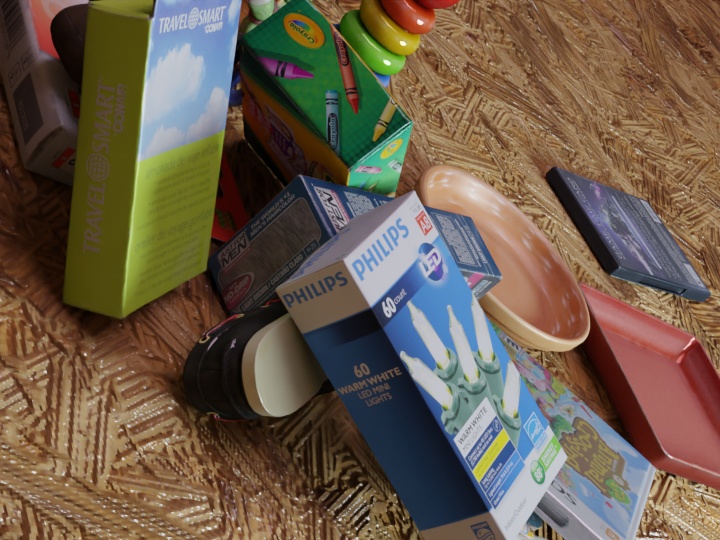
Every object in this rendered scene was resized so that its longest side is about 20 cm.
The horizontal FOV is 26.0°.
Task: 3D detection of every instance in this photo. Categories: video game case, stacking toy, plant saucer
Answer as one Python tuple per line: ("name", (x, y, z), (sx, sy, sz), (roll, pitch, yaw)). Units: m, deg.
("video game case", (0.292, -0.038, 1.692), (0.200, 0.019, 0.143), (12, 41, -49))
("stacking toy", (0.012, -0.191, 1.269), (0.085, 0.200, 0.086), (35, 26, -21))
("video game case", (0.134, 0.122, 1.146), (0.182, 0.022, 0.200), (42, 19, 5))
("plant saucer", (0.282, 0.119, 1.422), (0.199, 0.037, 0.201), (23, 35, -41))
("plant saucer", (0.116, -0.006, 1.350), (0.200, 0.037, 0.200), (36, 26, -21))

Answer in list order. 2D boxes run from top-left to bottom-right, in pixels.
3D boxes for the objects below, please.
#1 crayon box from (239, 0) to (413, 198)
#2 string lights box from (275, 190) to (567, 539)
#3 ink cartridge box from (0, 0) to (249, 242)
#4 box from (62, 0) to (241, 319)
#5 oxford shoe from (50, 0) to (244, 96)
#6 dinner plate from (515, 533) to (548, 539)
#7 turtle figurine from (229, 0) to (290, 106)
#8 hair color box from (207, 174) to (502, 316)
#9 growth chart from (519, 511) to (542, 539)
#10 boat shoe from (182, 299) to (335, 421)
("crayon box", (-0.028, -0.101, 1.119), (0.119, 0.058, 0.200), (50, -12, 10))
("string lights box", (0.040, 0.065, 0.955), (0.201, 0.059, 0.103), (60, 37, -11))
("ink cartridge box", (-0.151, -0.107, 1.072), (0.199, 0.050, 0.163), (18, 37, -40))
("box", (-0.121, -0.084, 0.921), (0.047, 0.201, 0.122), (15, 19, 16))
("oxford shoe", (-0.136, -0.157, 1.042), (0.085, 0.073, 0.200), (53, 20, 7))
("dinner plate", (0.145, 0.261, 1.015), (0.200, 0.024, 0.201), (35, 28, -22))
("turtle figurine", (-0.081, -0.250, 1.215), (0.200, 0.194, 0.144), (56, -18, 3))
("hair color box", (0.000, 0.000, 1.086), (0.200, 0.100, 0.061), (11, 46, -51))
("growth chart", (0.081, 0.129, 1.095), (0.145, 0.018, 0.200), (47, 20, 19))
("boat shoe", (-0.033, 0.046, 0.984), (0.201, 0.063, 0.074), (-19, 103, -56))
